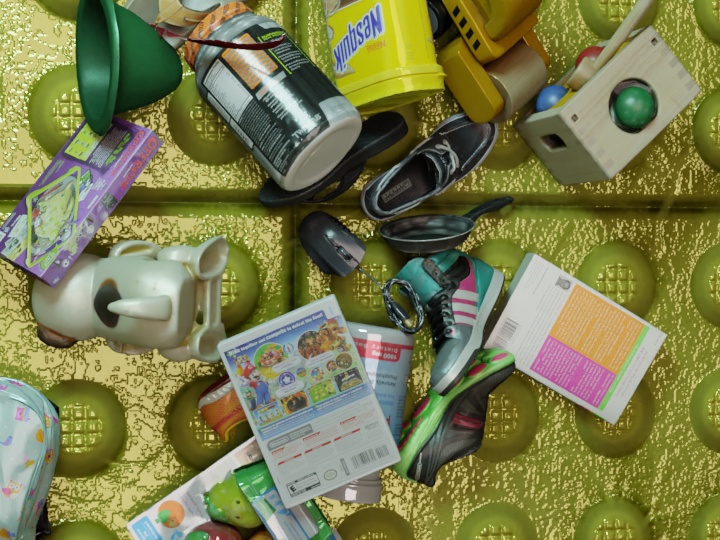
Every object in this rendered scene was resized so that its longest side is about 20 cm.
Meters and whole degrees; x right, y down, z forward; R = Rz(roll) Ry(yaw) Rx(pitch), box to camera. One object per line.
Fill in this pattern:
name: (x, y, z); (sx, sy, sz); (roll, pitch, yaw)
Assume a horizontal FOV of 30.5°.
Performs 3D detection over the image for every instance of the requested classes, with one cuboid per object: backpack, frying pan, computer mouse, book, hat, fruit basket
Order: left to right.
backpack: (-0.401, 0.217, 1.440); (0.165, 0.127, 0.202); (20, 84, -10)
hat: (-0.209, -0.230, 1.460); (0.174, 0.201, 0.167); (-4, 126, -25)
fruit basket: (-0.138, 0.312, 1.520); (0.199, 0.094, 0.186); (-34, 98, -11)
computer mouse: (0.000, 0.000, 1.530); (0.200, 0.034, 0.059); (41, 87, 21)
frying pan: (0.097, -0.056, 1.588); (0.114, 0.190, 0.031); (6, 109, 30)
book: (0.262, 0.086, 1.638); (0.199, 0.048, 0.135); (31, 87, -11)

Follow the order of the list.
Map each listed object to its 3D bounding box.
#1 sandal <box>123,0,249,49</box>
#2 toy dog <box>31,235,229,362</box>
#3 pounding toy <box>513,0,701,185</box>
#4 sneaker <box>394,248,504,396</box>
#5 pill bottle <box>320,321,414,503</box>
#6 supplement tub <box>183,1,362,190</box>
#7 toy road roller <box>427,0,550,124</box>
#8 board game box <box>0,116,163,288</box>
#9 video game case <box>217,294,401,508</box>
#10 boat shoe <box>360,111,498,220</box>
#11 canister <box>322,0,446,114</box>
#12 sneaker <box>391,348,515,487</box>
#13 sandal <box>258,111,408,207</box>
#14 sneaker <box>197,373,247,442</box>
sandal: (-0.195, -0.311, 1.513); (0.199, 0.054, 0.081); (-31, 98, -11)
toy dog: (-0.264, 0.040, 1.447); (0.197, 0.194, 0.142); (4, 106, 19)
pounding toy: (0.294, -0.219, 1.558); (0.184, 0.200, 0.142); (-43, 100, -9)
sneaker: (0.090, 0.044, 1.548); (0.120, 0.084, 0.201); (33, 46, -7)
pill bottle: (-0.002, 0.164, 1.541); (0.107, 0.109, 0.203); (9, 88, -13)
supplement tub: (-0.102, -0.199, 1.480); (0.122, 0.123, 0.200); (-38, 75, -10)
toy road roller: (0.161, -0.285, 1.539); (0.123, 0.145, 0.201); (-42, 105, -32)
board game box: (-0.315, -0.083, 1.449); (0.201, 0.119, 0.032); (-55, 132, -14)
video game case: (-0.056, 0.146, 1.462); (0.142, 0.018, 0.202); (-22, 99, 1)
boat shoe: (0.089, -0.128, 1.578); (0.199, 0.068, 0.072); (-33, 98, -12)
canister: (0.018, -0.292, 1.516); (0.086, 0.148, 0.203); (-9, 89, -36)
sneaker: (0.119, 0.176, 1.594); (0.084, 0.077, 0.200); (40, 95, -17)
sandal: (-0.026, -0.118, 1.553); (0.199, 0.075, 0.048); (-30, 124, -12)
sneaker: (-0.095, 0.127, 1.519); (0.199, 0.073, 0.078); (-33, 98, 22)
